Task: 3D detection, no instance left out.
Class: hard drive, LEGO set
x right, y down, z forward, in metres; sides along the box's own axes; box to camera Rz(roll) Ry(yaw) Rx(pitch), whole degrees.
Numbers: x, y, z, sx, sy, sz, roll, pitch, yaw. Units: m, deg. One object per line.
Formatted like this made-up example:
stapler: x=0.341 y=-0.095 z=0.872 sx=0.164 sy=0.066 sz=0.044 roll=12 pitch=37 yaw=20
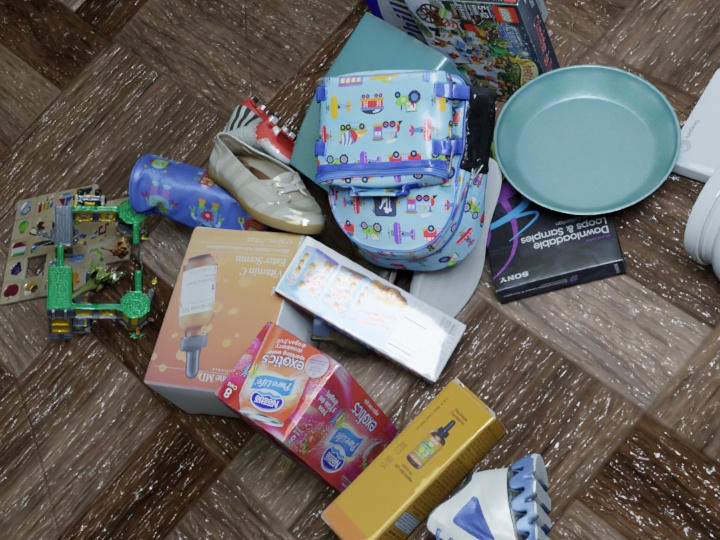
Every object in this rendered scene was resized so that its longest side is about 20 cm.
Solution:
hard drive: x=0.446 y=-0.133 z=1.104 sx=0.200 sy=0.027 sz=0.132 roll=26 pitch=76 yaw=32
LEGO set: x=-0.337 y=0.008 z=1.331 sx=0.154 sy=0.116 sz=0.200 roll=-7 pitch=66 yaw=-18

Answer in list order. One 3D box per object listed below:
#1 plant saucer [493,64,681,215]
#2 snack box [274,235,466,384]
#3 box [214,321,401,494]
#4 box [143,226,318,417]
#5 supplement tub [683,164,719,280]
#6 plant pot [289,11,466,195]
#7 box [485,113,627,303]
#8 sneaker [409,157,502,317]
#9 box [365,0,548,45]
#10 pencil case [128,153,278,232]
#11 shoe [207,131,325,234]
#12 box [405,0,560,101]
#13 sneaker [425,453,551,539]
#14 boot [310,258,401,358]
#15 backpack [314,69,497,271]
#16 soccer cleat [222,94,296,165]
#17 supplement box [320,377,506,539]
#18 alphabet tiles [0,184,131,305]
plant saucer: x=0.248 y=-0.138 z=1.144 sx=0.200 sy=0.036 sz=0.200 roll=-4 pitch=61 yaw=8
snack box: x=0.010 y=0.042 z=1.121 sx=0.200 sy=0.024 sz=0.072 roll=30 pitch=78 yaw=5
box: x=-0.048 y=0.149 z=1.060 sx=0.100 sy=0.200 sz=0.095 roll=29 pitch=75 yaw=32
box: x=-0.135 y=0.063 z=1.200 sx=0.152 sy=0.106 sz=0.200 roll=3 pitch=65 yaw=24
supplement tub: x=0.428 y=-0.022 z=0.984 sx=0.200 sy=0.140 sz=0.140 roll=35 pitch=81 yaw=33
plant pot: x=0.022 y=-0.169 z=1.240 sx=0.141 sy=0.141 sz=0.200 roll=38 pitch=90 yaw=34
box: x=0.207 y=-0.071 z=1.168 sx=0.143 sy=0.036 sz=0.200 roll=-16 pitch=60 yaw=15
sneaker: x=0.090 y=-0.039 z=1.188 sx=0.116 sy=0.074 sz=0.200 roll=28 pitch=98 yaw=63
box: x=0.104 y=-0.352 z=1.273 sx=0.200 sy=0.184 sz=0.105 roll=24 pitch=77 yaw=32
pencil case: x=-0.188 y=-0.081 z=1.290 sx=0.200 sy=0.087 sz=0.078 roll=18 pitch=38 yaw=10
shoe: x=-0.113 y=-0.102 z=1.209 sx=0.200 sy=0.070 sz=0.053 roll=35 pitch=124 yaw=36
box: x=0.147 y=-0.264 z=1.196 sx=0.137 sy=0.200 sz=0.038 roll=12 pitch=71 yaw=28
sneaker: x=0.123 y=0.278 z=1.001 sx=0.115 sy=0.081 sz=0.199 roll=-9 pitch=54 yaw=23
boot: x=0.000 y=0.000 z=1.181 sx=0.097 sy=0.075 sz=0.200 roll=5 pitch=65 yaw=1
backpack: x=0.041 y=-0.100 z=1.077 sx=0.182 sy=0.135 sz=0.200 roll=6 pitch=93 yaw=25
soccer cleat: x=-0.131 y=-0.161 z=1.318 sx=0.085 sy=0.069 sz=0.200 roll=-47 pitch=32 yaw=5
supplement box: x=0.057 y=0.209 z=1.066 sx=0.200 sy=0.069 sz=0.067 roll=-46 pitch=57 yaw=-3
alphabet tiles: x=-0.400 y=-0.042 z=1.429 sx=0.200 sy=0.008 sz=0.167 roll=-9 pitch=60 yaw=18
